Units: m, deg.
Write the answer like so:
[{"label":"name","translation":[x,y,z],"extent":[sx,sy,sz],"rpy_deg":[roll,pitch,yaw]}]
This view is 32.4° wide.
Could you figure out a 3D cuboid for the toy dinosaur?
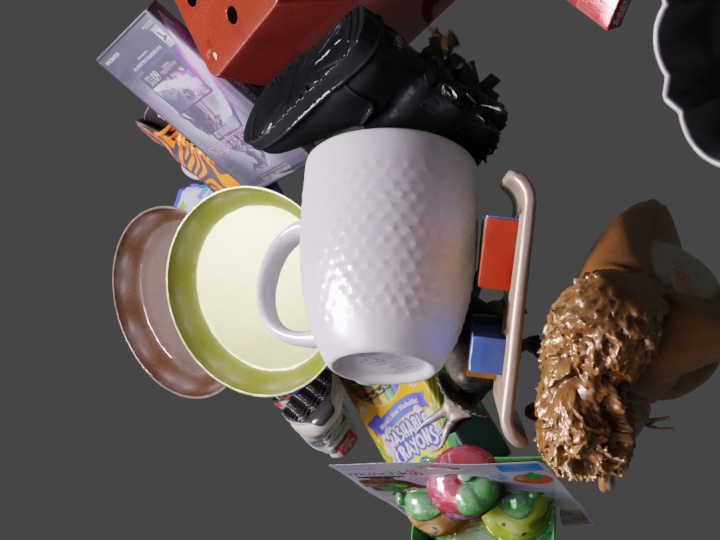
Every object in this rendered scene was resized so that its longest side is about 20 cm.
[{"label":"toy dinosaur","translation":[0.097,0.053,1.086],"extent":[0.077,0.102,0.202],"rpy_deg":[9,115,49]}]

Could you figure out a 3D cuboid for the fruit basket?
[{"label":"fruit basket","translation":[0.093,0.199,1.063],"extent":[0.184,0.200,0.095],"rpy_deg":[-4,70,22]}]

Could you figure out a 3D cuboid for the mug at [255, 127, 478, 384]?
[{"label":"mug","translation":[0.000,0.000,1.020],"extent":[0.198,0.147,0.177],"rpy_deg":[-10,65,28]}]

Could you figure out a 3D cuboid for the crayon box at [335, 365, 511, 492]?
[{"label":"crayon box","translation":[0.049,0.123,1.221],"extent":[0.201,0.051,0.126],"rpy_deg":[60,142,13]}]

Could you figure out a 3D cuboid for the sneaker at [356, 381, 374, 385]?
[{"label":"sneaker","translation":[0.024,0.022,1.131],"extent":[0.077,0.201,0.091],"rpy_deg":[9,149,5]}]

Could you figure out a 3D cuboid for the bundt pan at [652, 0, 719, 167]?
[{"label":"bundt pan","translation":[0.286,-0.147,0.772],"extent":[0.201,0.075,0.204],"rpy_deg":[27,128,42]}]

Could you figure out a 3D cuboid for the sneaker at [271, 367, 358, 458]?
[{"label":"sneaker","translation":[-0.033,0.152,1.287],"extent":[0.093,0.070,0.200],"rpy_deg":[44,171,-9]}]

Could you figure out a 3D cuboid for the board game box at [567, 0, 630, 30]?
[{"label":"board game box","translation":[0.140,-0.281,0.940],"extent":[0.200,0.019,0.103],"rpy_deg":[45,136,29]}]

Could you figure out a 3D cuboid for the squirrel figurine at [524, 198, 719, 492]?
[{"label":"squirrel figurine","translation":[0.180,0.075,0.912],"extent":[0.142,0.199,0.187],"rpy_deg":[44,128,22]}]

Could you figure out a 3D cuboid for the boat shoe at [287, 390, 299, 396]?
[{"label":"boat shoe","translation":[-0.068,0.025,1.239],"extent":[0.084,0.068,0.202],"rpy_deg":[14,90,33]}]

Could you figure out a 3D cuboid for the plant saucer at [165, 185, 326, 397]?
[{"label":"plant saucer","translation":[-0.095,0.019,1.174],"extent":[0.198,0.031,0.202],"rpy_deg":[5,102,26]}]

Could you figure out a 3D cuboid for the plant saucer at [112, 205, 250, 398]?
[{"label":"plant saucer","translation":[-0.179,0.031,1.276],"extent":[0.199,0.032,0.202],"rpy_deg":[11,108,38]}]

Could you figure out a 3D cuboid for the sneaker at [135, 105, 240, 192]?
[{"label":"sneaker","translation":[-0.175,-0.138,1.304],"extent":[0.112,0.078,0.199],"rpy_deg":[40,167,-34]}]

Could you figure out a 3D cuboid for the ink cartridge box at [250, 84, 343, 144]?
[{"label":"ink cartridge box","translation":[-0.125,-0.169,1.228],"extent":[0.199,0.145,0.048],"rpy_deg":[-2,67,51]}]

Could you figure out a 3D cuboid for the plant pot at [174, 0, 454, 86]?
[{"label":"plant pot","translation":[-0.059,-0.269,1.065],"extent":[0.200,0.175,0.201],"rpy_deg":[-36,79,53]}]

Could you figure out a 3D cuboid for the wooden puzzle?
[{"label":"wooden puzzle","translation":[0.109,0.026,0.976],"extent":[0.185,0.046,0.202],"rpy_deg":[-14,-75,-86]}]

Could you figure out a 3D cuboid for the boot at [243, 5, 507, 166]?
[{"label":"boot","translation":[0.014,-0.128,1.049],"extent":[0.198,0.162,0.074],"rpy_deg":[-33,39,43]}]

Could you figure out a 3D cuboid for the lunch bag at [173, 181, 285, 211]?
[{"label":"lunch bag","translation":[-0.141,0.002,1.351],"extent":[0.169,0.127,0.202],"rpy_deg":[0,93,50]}]

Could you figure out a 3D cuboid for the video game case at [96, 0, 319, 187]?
[{"label":"video game case","translation":[-0.143,-0.155,1.150],"extent":[0.200,0.019,0.143],"rpy_deg":[42,154,-17]}]
